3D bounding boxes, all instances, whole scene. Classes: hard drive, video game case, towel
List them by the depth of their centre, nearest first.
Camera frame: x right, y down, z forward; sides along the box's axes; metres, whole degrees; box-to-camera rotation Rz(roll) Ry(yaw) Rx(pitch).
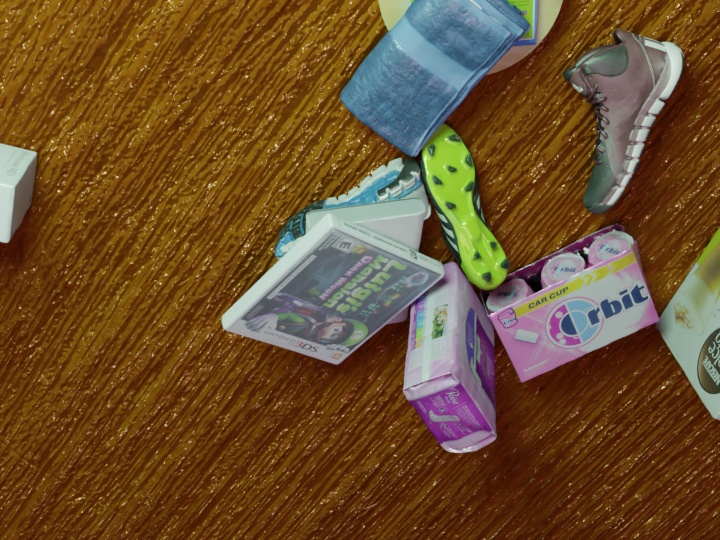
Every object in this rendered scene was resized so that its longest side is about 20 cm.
[{"bbox_3d":[0.073,-0.219,0.963,0.111,0.049,0.200,31,124,-21],"label":"towel"},{"bbox_3d":[-0.031,0.029,1.046,0.180,0.024,0.200,21,129,-39],"label":"video game case"},{"bbox_3d":[0.000,0.000,1.062,0.129,0.027,0.202,-8,143,-11],"label":"hard drive"}]

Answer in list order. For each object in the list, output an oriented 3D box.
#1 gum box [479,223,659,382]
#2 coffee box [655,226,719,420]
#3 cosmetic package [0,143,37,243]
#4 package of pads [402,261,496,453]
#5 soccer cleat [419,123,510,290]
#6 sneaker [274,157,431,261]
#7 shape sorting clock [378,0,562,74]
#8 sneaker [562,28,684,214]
[{"bbox_3d":[0.261,0.039,1.130,0.197,0.067,0.115,-26,119,9],"label":"gum box"},{"bbox_3d":[0.511,0.076,1.091,0.197,0.201,0.200,21,116,-15],"label":"coffee box"},{"bbox_3d":[-0.463,-0.102,0.988,0.196,0.102,0.072,13,117,-11],"label":"cosmetic package"},{"bbox_3d":[0.108,0.099,1.073,0.075,0.202,0.121,-22,123,23],"label":"package of pads"},{"bbox_3d":[0.110,-0.071,1.063,0.067,0.081,0.203,-25,99,-16],"label":"soccer cleat"},{"bbox_3d":[-0.006,-0.046,1.067,0.197,0.076,0.087,-25,125,11],"label":"sneaker"},{"bbox_3d":[0.115,-0.299,0.954,0.195,0.040,0.203,1,129,2],"label":"shape sorting clock"},{"bbox_3d":[0.265,-0.173,1.022,0.114,0.076,0.203,20,105,-9],"label":"sneaker"}]
